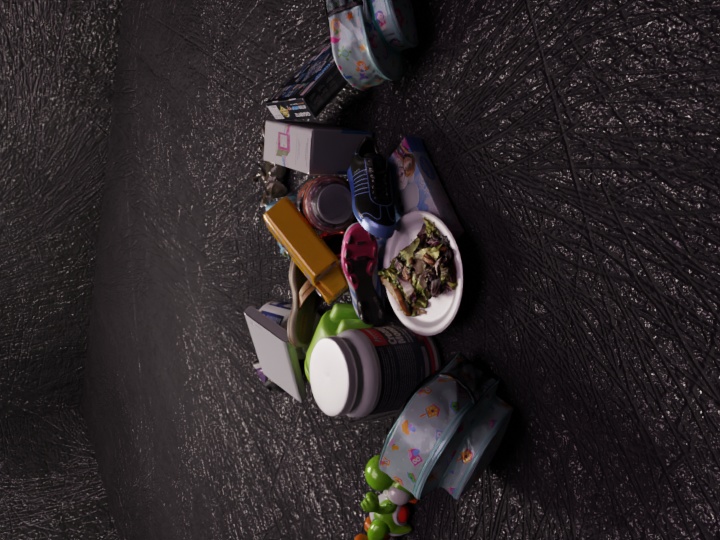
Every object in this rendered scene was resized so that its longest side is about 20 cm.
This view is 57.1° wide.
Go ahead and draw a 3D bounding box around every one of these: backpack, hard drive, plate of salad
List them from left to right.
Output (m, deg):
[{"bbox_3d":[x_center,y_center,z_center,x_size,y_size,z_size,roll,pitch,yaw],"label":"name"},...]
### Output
[{"bbox_3d":[-0.178,0.180,1.404,0.130,0.026,0.203,30,145,32],"label":"hard drive"},{"bbox_3d":[0.016,-0.420,1.131,0.147,0.177,0.206,-5,88,24],"label":"backpack"},{"bbox_3d":[0.091,0.006,1.081,0.198,0.047,0.206,10,103,54],"label":"plate of salad"},{"bbox_3d":[0.124,0.243,0.981,0.153,0.198,0.179,39,122,28],"label":"backpack"}]

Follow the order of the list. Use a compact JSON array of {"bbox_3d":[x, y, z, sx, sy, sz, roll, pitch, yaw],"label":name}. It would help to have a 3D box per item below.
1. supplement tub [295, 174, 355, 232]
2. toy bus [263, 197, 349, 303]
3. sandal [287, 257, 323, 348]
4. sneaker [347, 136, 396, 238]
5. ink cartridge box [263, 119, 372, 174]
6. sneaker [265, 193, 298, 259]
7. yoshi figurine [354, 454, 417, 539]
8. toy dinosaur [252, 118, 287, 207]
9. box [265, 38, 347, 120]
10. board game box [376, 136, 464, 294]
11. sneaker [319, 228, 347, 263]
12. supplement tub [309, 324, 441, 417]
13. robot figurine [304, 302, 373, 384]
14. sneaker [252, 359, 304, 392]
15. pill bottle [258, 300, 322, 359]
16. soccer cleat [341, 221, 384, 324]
[{"bbox_3d":[-0.063,-0.128,1.269,0.200,0.104,0.110,-159,70,-76],"label":"supplement tub"},{"bbox_3d":[-0.098,-0.037,1.245,0.201,0.065,0.079,50,170,15],"label":"toy bus"},{"bbox_3d":[-0.101,0.051,1.308,0.053,0.079,0.206,-1,81,40],"label":"sandal"},{"bbox_3d":[0.022,-0.147,1.141,0.203,0.068,0.079,-109,31,-41],"label":"sneaker"},{"bbox_3d":[-0.089,-0.247,1.320,0.199,0.141,0.087,27,117,51],"label":"ink cartridge box"},{"bbox_3d":[-0.147,-0.092,1.430,0.200,0.078,0.134,-59,-48,-77],"label":"sneaker"},{"bbox_3d":[0.036,0.410,1.199,0.113,0.109,0.204,50,128,50],"label":"yoshi figurine"},{"bbox_3d":[-0.205,-0.250,1.571,0.101,0.076,0.206,16,100,42],"label":"toy dinosaur"},{"bbox_3d":[-0.076,-0.375,1.277,0.201,0.046,0.157,-51,32,-18],"label":"box"},{"bbox_3d":[0.078,-0.090,1.169,0.201,0.042,0.203,-51,52,44],"label":"board game box"},{"bbox_3d":[-0.055,-0.055,1.329,0.198,0.083,0.079,-10,82,55],"label":"sneaker"},{"bbox_3d":[0.027,0.168,1.118,0.139,0.196,0.145,3,93,54],"label":"supplement tub"},{"bbox_3d":[-0.043,0.158,1.293,0.177,0.113,0.203,60,137,44],"label":"robot figurine"},{"bbox_3d":[-0.174,0.237,1.547,0.198,0.075,0.090,-17,97,55],"label":"sneaker"},{"bbox_3d":[-0.145,0.132,1.447,0.198,0.109,0.115,7,97,56],"label":"pill bottle"},{"bbox_3d":[0.000,0.000,1.194,0.087,0.068,0.205,-113,13,-63],"label":"soccer cleat"}]
